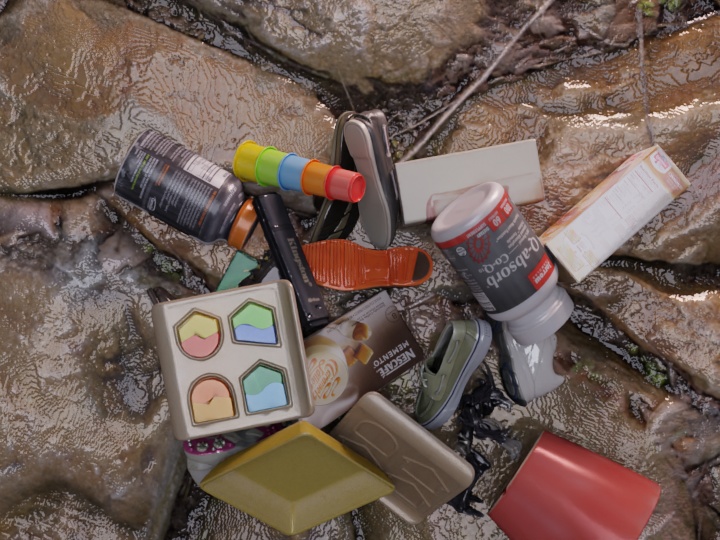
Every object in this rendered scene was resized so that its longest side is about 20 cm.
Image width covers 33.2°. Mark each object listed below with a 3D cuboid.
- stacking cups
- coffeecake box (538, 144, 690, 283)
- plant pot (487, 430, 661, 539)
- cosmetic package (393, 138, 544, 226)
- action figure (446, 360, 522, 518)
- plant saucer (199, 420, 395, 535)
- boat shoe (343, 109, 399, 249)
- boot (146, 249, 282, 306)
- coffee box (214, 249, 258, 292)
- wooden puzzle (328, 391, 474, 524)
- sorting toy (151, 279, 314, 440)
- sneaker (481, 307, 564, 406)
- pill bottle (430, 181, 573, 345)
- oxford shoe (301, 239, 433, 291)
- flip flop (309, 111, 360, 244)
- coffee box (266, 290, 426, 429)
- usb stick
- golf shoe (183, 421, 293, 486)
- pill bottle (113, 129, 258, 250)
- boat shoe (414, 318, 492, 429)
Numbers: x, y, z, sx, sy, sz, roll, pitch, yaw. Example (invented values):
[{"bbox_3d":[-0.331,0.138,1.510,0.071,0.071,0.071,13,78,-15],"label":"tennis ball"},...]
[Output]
[{"bbox_3d":[-0.083,-0.128,1.669,0.198,0.060,0.061,19,90,30],"label":"stacking cups"},{"bbox_3d":[0.339,-0.075,1.662,0.200,0.154,0.073,-41,90,0],"label":"coffeecake box"},{"bbox_3d":[0.283,0.328,1.654,0.176,0.200,0.202,35,90,9],"label":"plant pot"},{"bbox_3d":[0.149,-0.121,1.690,0.197,0.103,0.089,-9,91,2],"label":"cosmetic package"},{"bbox_3d":[0.177,0.234,1.688,0.101,0.119,0.203,14,100,10],"label":"action figure"},{"bbox_3d":[-0.085,0.277,1.649,0.199,0.199,0.049,-28,45,27],"label":"plant saucer"},{"bbox_3d":[0.028,-0.127,1.691,0.057,0.066,0.202,-32,123,-33],"label":"boat shoe"},{"bbox_3d":[-0.176,0.041,1.674,0.200,0.069,0.175,41,85,-4],"label":"boot"},{"bbox_3d":[-0.169,0.086,1.721,0.122,0.044,0.202,27,91,0],"label":"coffee box"},{"bbox_3d":[0.051,0.255,1.670,0.184,0.200,0.046,37,53,0],"label":"wooden puzzle"},{"bbox_3d":[-0.171,0.120,1.607,0.197,0.036,0.188,-10,92,4],"label":"sorting toy"},{"bbox_3d":[0.229,0.086,1.715,0.086,0.074,0.203,-16,94,-15],"label":"sneaker"},{"bbox_3d":[0.192,-0.007,1.607,0.115,0.116,0.201,-38,105,0],"label":"pill bottle"},{"bbox_3d":[0.000,0.000,1.701,0.197,0.073,0.072,6,80,-4],"label":"oxford shoe"},{"bbox_3d":[-0.038,-0.126,1.711,0.057,0.081,0.203,15,100,36],"label":"flip flop"},{"bbox_3d":[-0.025,0.129,1.682,0.199,0.080,0.115,-31,91,-13],"label":"coffee box"},{"bbox_3d":[-0.095,-0.014,1.645,0.032,0.055,0.202,-28,78,27],"label":"usb stick"},{"bbox_3d":[-0.151,0.263,1.718,0.197,0.076,0.093,-2,120,-5],"label":"golf shoe"},{"bbox_3d":[-0.235,-0.105,1.691,0.198,0.106,0.107,29,90,1],"label":"pill bottle"},{"bbox_3d":[0.114,0.139,1.670,0.061,0.072,0.201,13,125,-18],"label":"boat shoe"}]
